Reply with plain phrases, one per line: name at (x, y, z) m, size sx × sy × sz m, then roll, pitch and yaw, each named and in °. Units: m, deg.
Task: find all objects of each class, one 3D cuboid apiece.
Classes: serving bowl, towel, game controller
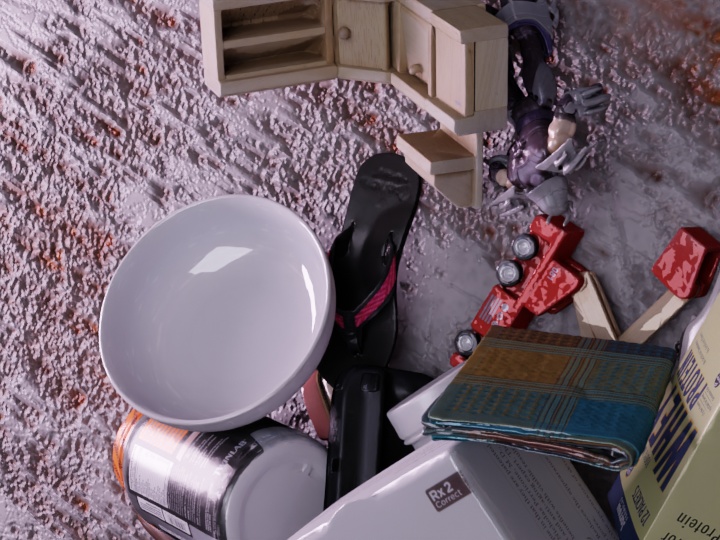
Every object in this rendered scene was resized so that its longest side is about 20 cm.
serving bowl at (-0.106, 0.042, 1.535) m, size 0.199 × 0.066 × 0.201 m, roll -9°, pitch 61°, yaw 17°
towel at (0.136, 0.084, 1.331) m, size 0.146 × 0.200 × 0.022 m, roll 8°, pitch 108°, yaw 15°
game controller at (0.021, 0.175, 1.505) m, size 0.042 × 0.104 × 0.201 m, roll -14°, pitch 67°, yaw 55°

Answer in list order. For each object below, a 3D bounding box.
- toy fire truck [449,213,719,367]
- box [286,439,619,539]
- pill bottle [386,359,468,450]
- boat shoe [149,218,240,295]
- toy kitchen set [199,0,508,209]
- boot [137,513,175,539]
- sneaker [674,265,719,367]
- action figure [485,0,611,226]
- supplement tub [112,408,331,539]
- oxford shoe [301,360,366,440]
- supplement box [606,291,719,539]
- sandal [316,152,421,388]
toy fire truck at (0.171, 0.030, 1.480) m, size 0.141 × 0.049 × 0.201 m, roll 36°, pitch 108°, yaw 21°
box at (0.073, 0.226, 1.356) m, size 0.199 × 0.131 × 0.201 m, roll -35°, pitch 87°, yaw 33°
pill bottle at (0.106, 0.172, 1.463) m, size 0.111 × 0.111 × 0.201 m, roll -32°, pitch 89°, yaw 25°
boat shoe at (-0.110, 0.014, 1.622) m, size 0.200 × 0.062 × 0.075 m, roll 34°, pitch 108°, yaw 24°
toy kitchen set at (-0.004, -0.125, 1.465) m, size 0.200 × 0.179 × 0.164 m, roll -135°, pitch 39°, yaw -59°
boot at (-0.156, 0.320, 1.659) m, size 0.186 × 0.064 × 0.201 m, roll 35°, pitch 111°, yaw 25°
sneaker at (0.263, 0.084, 1.429) m, size 0.079 × 0.074 × 0.201 m, roll 36°, pitch 107°, yaw 42°
action figure at (0.132, -0.126, 1.469) m, size 0.130 × 0.069 × 0.201 m, roll -33°, pitch 62°, yaw 41°
supplement tub at (-0.113, 0.169, 1.565) m, size 0.200 × 0.122 × 0.123 m, roll 17°, pitch 100°, yaw 53°
oxford shoe at (0.025, 0.156, 1.551) m, size 0.075 × 0.070 × 0.201 m, roll -33°, pitch 77°, yaw 19°
supplement box at (0.306, 0.136, 1.321) m, size 0.199 × 0.134 × 0.201 m, roll 25°, pitch 104°, yaw -5°
sandal at (0.000, 0.000, 1.547) m, size 0.075 × 0.045 × 0.201 m, roll 10°, pitch 84°, yaw 15°
